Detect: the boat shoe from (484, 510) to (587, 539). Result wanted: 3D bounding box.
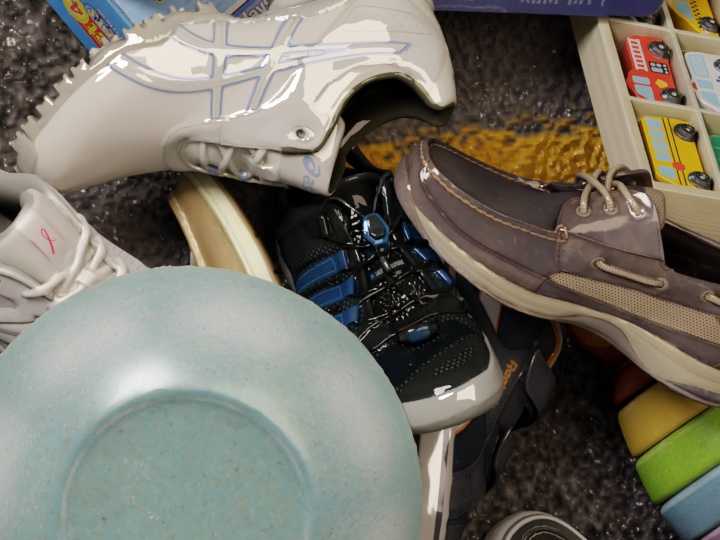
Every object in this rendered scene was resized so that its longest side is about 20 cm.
[{"bbox_3d":[0.128,0.200,1.362,0.068,0.057,0.201,-32,92,-27],"label":"boat shoe"}]

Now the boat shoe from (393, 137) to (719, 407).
[{"bbox_3d":[0.108,-0.014,1.286,0.199,0.073,0.075,27,25,-21],"label":"boat shoe"}]

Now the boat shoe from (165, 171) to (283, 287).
[{"bbox_3d":[-0.052,0.051,1.314,0.063,0.073,0.201,-22,94,-2],"label":"boat shoe"}]

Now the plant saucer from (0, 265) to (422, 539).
[{"bbox_3d":[-0.072,0.100,1.200,0.200,0.039,0.202,0,98,-2],"label":"plant saucer"}]

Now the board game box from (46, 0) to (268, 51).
[{"bbox_3d":[-0.068,-0.186,1.368,0.200,0.056,0.196,-43,96,-26],"label":"board game box"}]

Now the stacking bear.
[{"bbox_3d":[0.168,0.063,1.389,0.114,0.121,0.200,-26,80,-43],"label":"stacking bear"}]

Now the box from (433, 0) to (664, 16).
[{"bbox_3d":[0.067,-0.178,1.342,0.199,0.032,0.122,0,121,-28],"label":"box"}]

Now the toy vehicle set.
[{"bbox_3d":[0.173,-0.084,1.399,0.124,0.027,0.200,8,39,-15],"label":"toy vehicle set"}]

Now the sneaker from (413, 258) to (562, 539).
[{"bbox_3d":[0.053,0.059,1.351,0.079,0.078,0.201,10,72,-16],"label":"sneaker"}]

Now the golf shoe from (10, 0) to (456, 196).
[{"bbox_3d":[-0.052,-0.069,1.259,0.199,0.078,0.098,-26,70,-7],"label":"golf shoe"}]

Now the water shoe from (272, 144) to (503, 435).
[{"bbox_3d":[0.000,0.000,1.283,0.071,0.200,0.079,-22,124,-12],"label":"water shoe"}]

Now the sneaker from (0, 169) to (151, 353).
[{"bbox_3d":[-0.127,0.012,1.238,0.199,0.099,0.078,27,68,9],"label":"sneaker"}]
